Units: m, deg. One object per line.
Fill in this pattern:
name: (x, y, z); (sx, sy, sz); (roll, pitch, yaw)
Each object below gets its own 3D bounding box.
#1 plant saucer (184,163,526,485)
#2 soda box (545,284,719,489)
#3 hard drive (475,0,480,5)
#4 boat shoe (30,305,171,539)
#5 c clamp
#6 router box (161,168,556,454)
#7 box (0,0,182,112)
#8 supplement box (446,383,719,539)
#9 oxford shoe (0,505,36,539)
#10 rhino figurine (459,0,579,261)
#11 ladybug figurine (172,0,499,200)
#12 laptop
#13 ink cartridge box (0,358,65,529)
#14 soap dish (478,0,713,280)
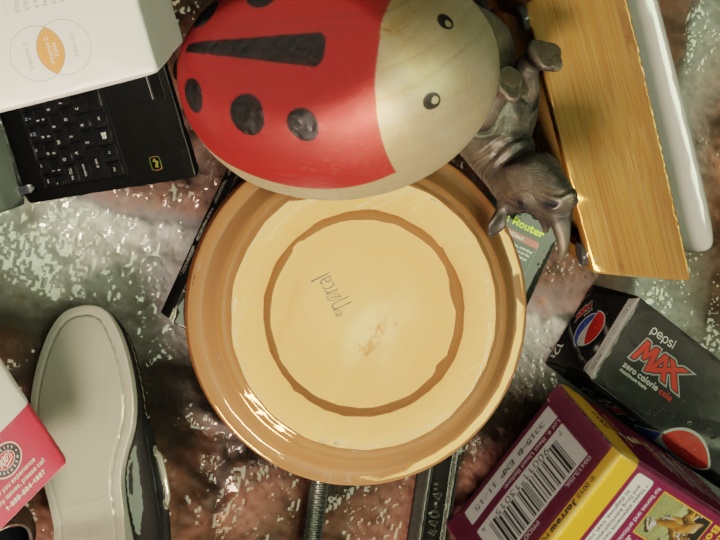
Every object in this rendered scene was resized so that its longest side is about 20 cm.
plant saucer: (0.000, 0.024, 1.017); (0.199, 0.032, 0.202); (0, 92, -11)
soda box: (0.228, 0.093, 1.247); (0.200, 0.063, 0.071); (35, 82, -24)
hard drive: (0.039, -0.141, 1.136); (0.199, 0.042, 0.136); (-11, 102, -23)
boat shoe: (-0.149, 0.122, 1.075); (0.060, 0.074, 0.201); (2, 78, -65)
c clamp: (-0.009, 0.148, 1.167); (0.170, 0.027, 0.201); (-1, 98, -32)
router box: (0.000, 0.000, 1.064); (0.199, 0.062, 0.150); (26, 89, -11)
box: (-0.208, -0.146, 0.920); (0.199, 0.098, 0.125); (-13, 105, 5)
supplement box: (0.181, 0.188, 1.194); (0.200, 0.103, 0.131); (34, 99, -29)
oxford shoe: (-0.254, 0.219, 1.033); (0.071, 0.072, 0.201); (30, 85, -26)
rhino figurine: (0.074, -0.097, 1.001); (0.060, 0.087, 0.201); (-18, 78, -30)
ladybug figurine: (-0.024, -0.108, 0.958); (0.072, 0.199, 0.137); (20, 73, -58)
laptop: (-0.217, -0.109, 0.986); (0.103, 0.199, 0.178); (-39, 117, -55)
ink cartridge box: (-0.277, 0.073, 0.966); (0.145, 0.084, 0.201); (-47, 120, -35)
soap dish: (0.140, -0.099, 1.086); (0.081, 0.157, 0.201); (-17, 105, -4)
